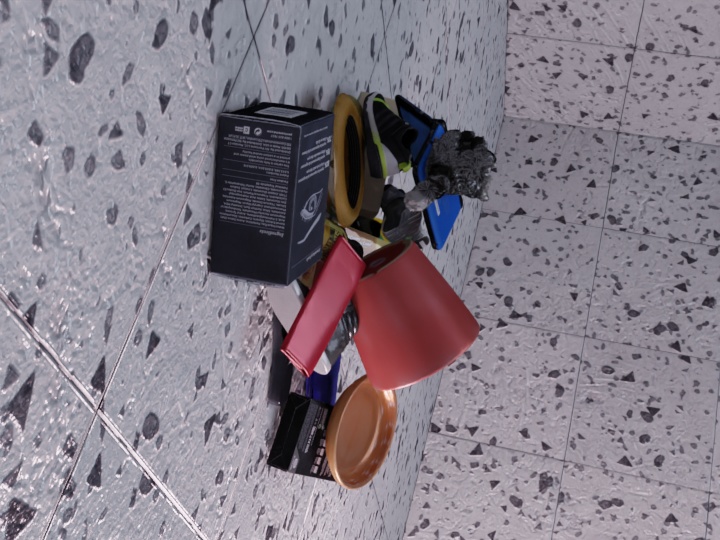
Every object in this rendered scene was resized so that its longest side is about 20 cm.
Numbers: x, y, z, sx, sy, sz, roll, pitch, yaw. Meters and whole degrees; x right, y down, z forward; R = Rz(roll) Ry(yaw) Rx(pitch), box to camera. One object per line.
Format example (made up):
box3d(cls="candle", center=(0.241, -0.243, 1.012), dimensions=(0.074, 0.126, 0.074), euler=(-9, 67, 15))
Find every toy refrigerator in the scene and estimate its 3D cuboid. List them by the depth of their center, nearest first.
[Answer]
box3d(cls="toy refrigerator", center=(0.011, -0.198, 1.688), dimensions=(0.070, 0.075, 0.201), euler=(139, -37, -79))

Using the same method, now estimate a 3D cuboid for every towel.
box3d(cls="towel", center=(-0.070, 0.194, 1.740), dimensions=(0.148, 0.049, 0.202), euler=(-56, 153, -77))

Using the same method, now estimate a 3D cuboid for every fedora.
box3d(cls="fedora", center=(-0.047, -0.164, 1.464), dimensions=(0.201, 0.081, 0.202), euler=(0, 90, -77))

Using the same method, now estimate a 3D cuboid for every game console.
box3d(cls="game console", center=(0.096, -0.163, 1.633), dimensions=(0.171, 0.118, 0.201), euler=(-62, 149, -33))

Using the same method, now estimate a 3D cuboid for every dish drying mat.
box3d(cls="dish drying mat", center=(-0.052, 0.050, 1.397), dimensions=(0.077, 0.018, 0.201), euler=(49, 54, -37))

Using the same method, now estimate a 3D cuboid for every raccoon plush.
box3d(cls="raccoon plush", center=(0.132, -0.132, 1.529), dimensions=(0.199, 0.097, 0.134), euler=(-33, 149, -20))

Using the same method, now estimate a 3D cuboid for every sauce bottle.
box3d(cls="sauce bottle", center=(-0.054, -0.047, 1.466), dimensions=(0.200, 0.066, 0.067), euler=(20, 80, -61))

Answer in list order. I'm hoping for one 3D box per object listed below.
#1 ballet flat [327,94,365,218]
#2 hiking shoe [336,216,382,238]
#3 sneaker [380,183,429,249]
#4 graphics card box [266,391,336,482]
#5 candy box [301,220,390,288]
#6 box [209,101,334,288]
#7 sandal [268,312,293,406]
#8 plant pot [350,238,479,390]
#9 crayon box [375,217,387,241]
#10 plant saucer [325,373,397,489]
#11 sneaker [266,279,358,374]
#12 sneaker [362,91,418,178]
box3d(cls="ballet flat", center=(-0.023, -0.180, 1.577), dimensions=(0.071, 0.070, 0.201), euler=(-47, 148, -68))
box3d(cls="hiking shoe", center=(-0.010, -0.030, 1.692), dimensions=(0.076, 0.100, 0.201), euler=(87, 18, -47))
box3d(cls="sneaker", center=(0.057, -0.107, 1.670), dimensions=(0.116, 0.075, 0.200), euler=(65, 1, 22))
box3d(cls="graphics card box", center=(-0.070, 0.285, 1.636), dimensions=(0.200, 0.051, 0.126), euler=(30, 76, -58))
box3d(cls="candy box", center=(0.000, 0.000, 1.625), dimensions=(0.199, 0.055, 0.116), euler=(20, 78, -39))
box3d(cls="box", center=(-0.107, -0.097, 1.201), dimensions=(0.148, 0.104, 0.201), euler=(-44, 142, -70))
box3d(cls="sandal", center=(-0.107, 0.114, 1.507), dimensions=(0.076, 0.043, 0.202), euler=(-46, 144, -68))
box3d(cls="plant pot", center=(0.062, 0.061, 1.532), dimensions=(0.178, 0.200, 0.201), euler=(61, 24, -12))
box3d(cls="crayon box", center=(0.066, -0.002, 1.907), dimensions=(0.201, 0.058, 0.172), euler=(60, 12, 7))
box3d(cls="plant saucer", center=(-0.002, 0.270, 1.657), dimensions=(0.200, 0.037, 0.202), euler=(-27, 123, -52))
box3d(cls="sneaker", center=(-0.068, 0.050, 1.445), dimensions=(0.099, 0.070, 0.201), euler=(-46, 129, -30))
box3d(cls="sneaker", center=(0.051, -0.212, 1.540), dimensions=(0.072, 0.082, 0.201), euler=(77, 6, -45))
